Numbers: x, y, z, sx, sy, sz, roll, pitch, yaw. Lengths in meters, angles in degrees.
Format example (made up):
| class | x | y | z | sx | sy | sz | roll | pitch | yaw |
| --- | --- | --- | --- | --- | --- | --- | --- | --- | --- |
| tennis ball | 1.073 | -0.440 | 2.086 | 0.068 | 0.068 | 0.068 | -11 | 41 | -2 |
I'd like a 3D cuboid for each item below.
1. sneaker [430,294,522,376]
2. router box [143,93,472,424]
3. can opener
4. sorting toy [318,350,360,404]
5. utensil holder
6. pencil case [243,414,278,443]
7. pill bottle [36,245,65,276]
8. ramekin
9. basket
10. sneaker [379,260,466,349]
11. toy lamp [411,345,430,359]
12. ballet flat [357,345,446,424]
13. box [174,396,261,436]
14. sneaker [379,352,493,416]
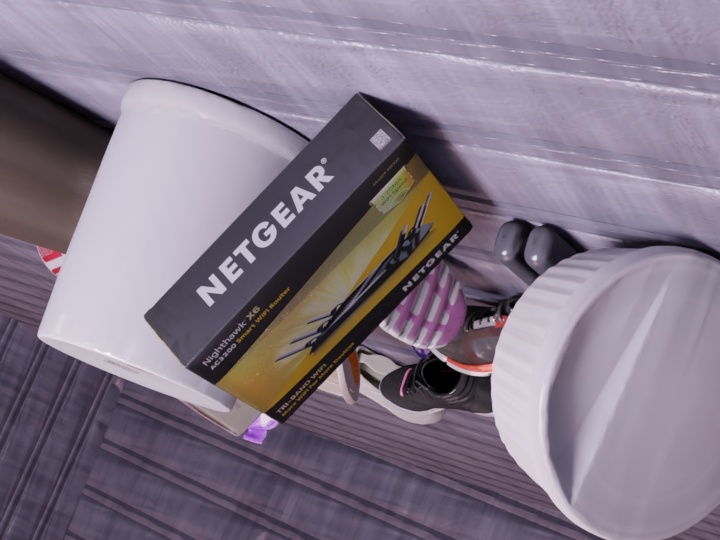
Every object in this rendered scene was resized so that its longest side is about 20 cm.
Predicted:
| class | x | y | z | sx | sy | sz | roll | pitch | yaw |
| --- | --- | --- | --- | --- | --- | --- | --- | --- | --- |
| sneaker | 0.138 | 0.049 | 1.238 | 0.198 | 0.077 | 0.082 | 10 | 138 | 38 |
| router box | -0.029 | -0.001 | 0.920 | 0.052 | 0.200 | 0.157 | 45 | -178 | 28 |
| can opener | 0.160 | 0.030 | 1.057 | 0.053 | 0.068 | 0.200 | 11 | 165 | 36 |
| sorting toy | -0.093 | 0.046 | 1.531 | 0.198 | 0.108 | 0.180 | 17 | 161 | 19 |
| utensil holder | -0.133 | -0.015 | 1.034 | 0.168 | 0.202 | 0.170 | 19 | 168 | 4 |
| pencil case | -0.063 | 0.064 | 1.299 | 0.083 | 0.200 | 0.086 | 14 | 131 | 27 |
| pill bottle | -0.261 | -0.041 | 1.361 | 0.111 | 0.113 | 0.200 | 24 | 168 | -18 |
| ramekin | 0.179 | 0.076 | 0.945 | 0.201 | 0.204 | 0.094 | 27 | 178 | -31 |
| basket | -0.305 | -0.097 | 1.147 | 0.198 | 0.138 | 0.180 | 23 | 171 | -30 |
| sneaker | 0.000 | 0.000 | 1.198 | 0.199 | 0.081 | 0.088 | 29 | 172 | -9 |
| toy lamp | -0.016 | 0.034 | 1.412 | 0.198 | 0.059 | 0.058 | 22 | 169 | -4 |
| ballet flat | 0.050 | 0.154 | 1.860 | 0.199 | 0.070 | 0.069 | 27 | 167 | -25 |
| box | -0.138 | 0.022 | 1.194 | 0.200 | 0.128 | 0.109 | 46 | -178 | 39 |
| sneaker | 0.081 | 0.130 | 1.670 | 0.198 | 0.072 | 0.099 | 1 | 156 | 44 |
